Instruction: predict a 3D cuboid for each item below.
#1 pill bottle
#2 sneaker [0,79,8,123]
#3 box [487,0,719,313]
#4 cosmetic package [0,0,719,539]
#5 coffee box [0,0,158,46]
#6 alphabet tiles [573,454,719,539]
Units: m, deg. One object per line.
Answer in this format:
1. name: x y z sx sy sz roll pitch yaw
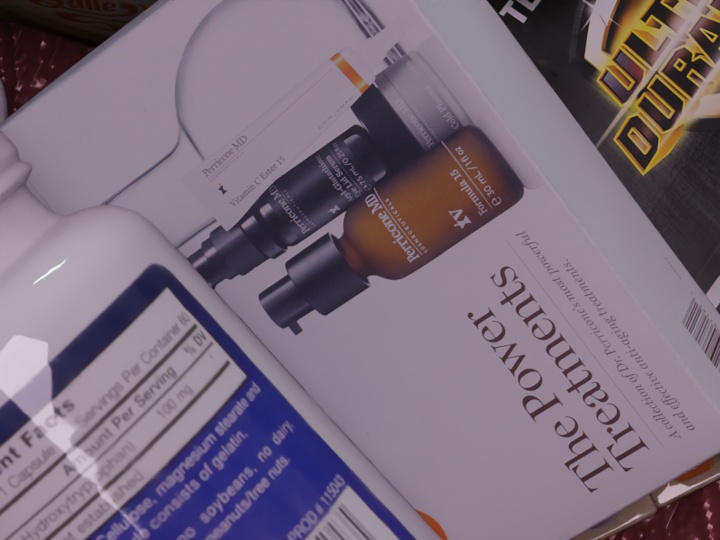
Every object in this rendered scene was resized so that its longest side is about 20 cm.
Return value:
1. pill bottle: -0.078 0.052 0.734 0.120 0.120 0.200 -43 95 -13
2. sneaker: -0.212 -0.040 0.837 0.200 0.081 0.075 -9 73 -7
3. box: 0.117 -0.063 0.870 0.160 0.049 0.200 37 71 4
4. cosmetic package: 0.000 0.000 0.783 0.151 0.052 0.200 -34 99 27
5. coffee box: -0.122 -0.137 0.851 0.200 0.114 0.080 17 74 1
6. alphabet tiles: 0.067 -0.014 0.882 0.166 0.006 0.200 -25 77 -10
